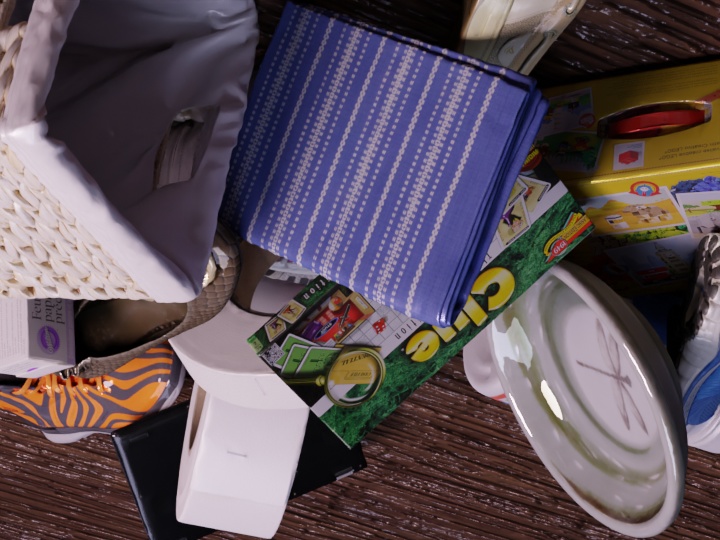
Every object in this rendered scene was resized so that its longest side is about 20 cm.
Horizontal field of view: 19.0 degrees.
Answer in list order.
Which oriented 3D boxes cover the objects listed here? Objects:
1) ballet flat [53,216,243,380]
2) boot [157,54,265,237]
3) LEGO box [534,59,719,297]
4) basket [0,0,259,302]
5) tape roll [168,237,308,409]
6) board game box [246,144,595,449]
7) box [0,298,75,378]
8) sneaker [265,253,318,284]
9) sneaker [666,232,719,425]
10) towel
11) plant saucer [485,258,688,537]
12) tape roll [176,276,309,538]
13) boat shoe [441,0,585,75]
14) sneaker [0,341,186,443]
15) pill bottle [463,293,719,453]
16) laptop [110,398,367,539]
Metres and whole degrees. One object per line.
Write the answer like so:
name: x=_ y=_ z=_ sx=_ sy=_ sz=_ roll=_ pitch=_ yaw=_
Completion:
ballet flat: x=-0.139 y=0.021 z=1.306 sx=0.200 sy=0.046 sz=0.068 roll=-31 pitch=95 yaw=46
boot: x=-0.075 y=-0.053 z=1.339 sx=0.199 sy=0.133 sz=0.070 roll=-19 pitch=142 yaw=40
LEGO box: x=0.204 y=-0.056 z=1.327 sx=0.199 sy=0.078 sz=0.149 roll=-8 pitch=149 yaw=25
basket: x=-0.176 y=-0.106 z=1.202 sx=0.160 sy=0.200 sz=0.200 roll=-2 pitch=152 yaw=25
tape roll: x=-0.031 y=0.000 z=1.353 sx=0.201 sy=0.204 sz=0.037 roll=-7 pitch=136 yaw=24
board game box: x=0.038 y=0.007 z=1.253 sx=0.200 sy=0.023 sz=0.105 roll=-43 pitch=132 yaw=1
box: x=-0.206 y=-0.036 z=1.332 sx=0.041 sy=0.202 sz=0.039 roll=-19 pitch=159 yaw=40
sneaker: x=0.000 y=0.000 z=1.433 sx=0.199 sy=0.074 sz=0.088 roll=9 pitch=142 yaw=36
sneaker: x=0.240 y=0.048 z=1.350 sx=0.088 sy=0.079 sz=0.200 roll=8 pitch=154 yaw=-1
towel: x=0.006 y=-0.064 z=1.213 sx=0.199 sy=0.146 sz=0.024 roll=24 pitch=-176 yaw=40
plant saucer: x=0.153 y=0.070 z=1.359 sx=0.050 sy=0.201 sz=0.200 roll=-26 pitch=161 yaw=-22
tape roll: x=-0.080 y=0.087 z=1.529 sx=0.070 sy=0.204 sz=0.203 roll=12 pitch=152 yaw=-8
boat shoe: x=0.079 y=-0.117 z=1.252 sx=0.063 sy=0.074 sz=0.201 roll=14 pitch=144 yaw=-4
sneaker: x=-0.231 y=0.086 z=1.696 sx=0.112 sy=0.078 sz=0.199 roll=28 pitch=146 yaw=-36
pill bottle: x=0.182 y=0.062 z=1.518 sx=0.199 sy=0.113 sz=0.112 roll=20 pitch=150 yaw=-23
laptop: x=-0.103 y=0.145 z=1.756 sx=0.186 sy=0.116 sz=0.201 roll=-22 pitch=125 yaw=-9
